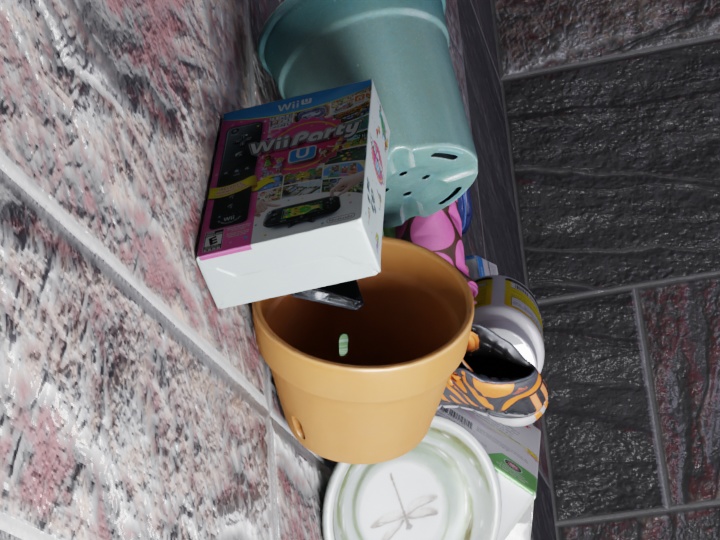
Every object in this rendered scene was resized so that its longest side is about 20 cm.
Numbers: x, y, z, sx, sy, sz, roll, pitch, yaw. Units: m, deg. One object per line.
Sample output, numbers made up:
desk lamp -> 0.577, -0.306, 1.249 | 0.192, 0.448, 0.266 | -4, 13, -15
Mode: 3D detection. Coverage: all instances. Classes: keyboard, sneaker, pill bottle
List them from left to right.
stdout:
keyboard -> -0.066, -0.027, 1.412 | 0.040, 0.103, 0.201 | -59, -152, 25
sneaker -> 0.084, 0.087, 1.501 | 0.112, 0.198, 0.078 | 67, 34, -58
pill bottle -> 0.151, 0.082, 1.747 | 0.200, 0.113, 0.115 | -68, 146, -75

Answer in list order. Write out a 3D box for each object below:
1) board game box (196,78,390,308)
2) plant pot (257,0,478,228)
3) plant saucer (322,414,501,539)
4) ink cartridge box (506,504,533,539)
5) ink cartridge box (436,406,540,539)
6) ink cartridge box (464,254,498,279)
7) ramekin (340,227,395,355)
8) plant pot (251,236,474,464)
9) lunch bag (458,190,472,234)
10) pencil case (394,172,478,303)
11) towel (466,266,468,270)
board game box -> -0.054, -0.069, 1.326 | 0.201, 0.146, 0.065 | -86, 159, -50
plant pot -> 0.018, -0.161, 1.517 | 0.200, 0.199, 0.197 | 55, 15, -64
plant saucer -> 0.046, 0.242, 1.557 | 0.050, 0.199, 0.202 | 3, -75, 65
ink cartridge box -> 0.141, 0.250, 1.884 | 0.200, 0.127, 0.126 | -112, -154, -81
ink cartridge box -> 0.116, 0.200, 1.692 | 0.084, 0.144, 0.200 | -56, -179, 16
ink cartridge box -> 0.098, 0.038, 1.961 | 0.200, 0.145, 0.085 | 17, 63, -76
ramekin -> 0.000, 0.000, 1.643 | 0.200, 0.097, 0.202 | -10, 90, -79
plant pot -> 0.001, 0.081, 1.407 | 0.201, 0.198, 0.141 | -82, 175, -55
lunch bag -> 0.065, -0.112, 1.937 | 0.132, 0.135, 0.202 | -7, 86, -81
pencil case -> 0.076, -0.058, 1.603 | 0.093, 0.091, 0.202 | 17, 60, -37
towel -> 0.068, 0.103, 1.748 | 0.147, 0.030, 0.201 | 119, -6, -61
